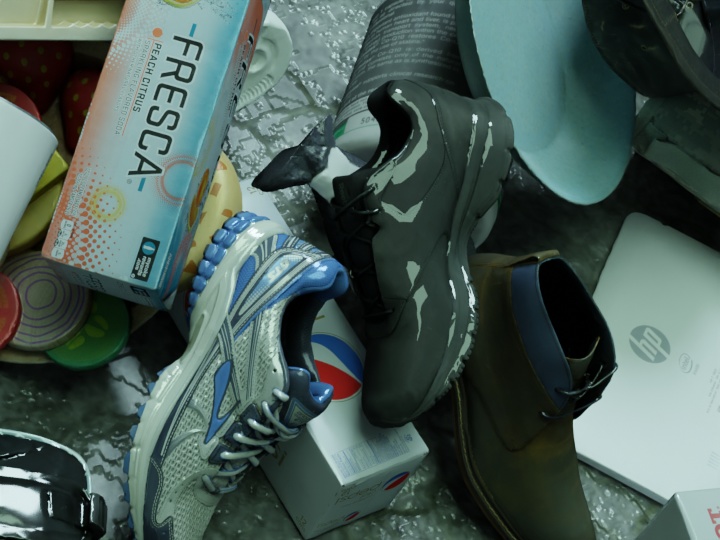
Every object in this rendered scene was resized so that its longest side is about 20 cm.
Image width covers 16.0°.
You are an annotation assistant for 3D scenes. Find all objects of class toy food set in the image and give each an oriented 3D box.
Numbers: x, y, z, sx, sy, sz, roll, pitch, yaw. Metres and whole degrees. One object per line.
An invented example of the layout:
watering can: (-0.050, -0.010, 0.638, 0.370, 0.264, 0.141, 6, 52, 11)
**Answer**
toy food set: (-0.182, -0.040, 1.434, 0.198, 0.049, 0.200, -38, 80, -5)

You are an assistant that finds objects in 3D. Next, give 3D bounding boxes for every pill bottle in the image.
pill bottle: (0.049, -0.111, 1.590, 0.113, 0.113, 0.200, 23, 50, -6)

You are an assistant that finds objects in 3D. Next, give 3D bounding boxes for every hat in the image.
hat: (0.185, -0.159, 1.568, 0.201, 0.081, 0.201, 37, 41, -42)

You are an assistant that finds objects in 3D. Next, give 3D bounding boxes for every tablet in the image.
tablet: (0.197, 0.059, 1.598, 0.130, 0.014, 0.200, 28, 50, -2)

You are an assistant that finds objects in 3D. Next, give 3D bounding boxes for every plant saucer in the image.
plant saucer: (0.103, -0.134, 1.539, 0.201, 0.039, 0.201, 28, 56, -52)

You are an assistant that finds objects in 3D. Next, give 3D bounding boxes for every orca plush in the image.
orca plush: (0.000, 0.000, 1.498, 0.200, 0.071, 0.105, 38, 59, -36)

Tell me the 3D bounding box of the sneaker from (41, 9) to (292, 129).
sneaker: (-0.154, -0.129, 1.556, 0.200, 0.081, 0.146, -30, 46, -16)

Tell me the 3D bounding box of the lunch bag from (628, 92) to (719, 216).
lunch bag: (0.272, -0.090, 1.670, 0.164, 0.118, 0.200, 37, 46, 6)

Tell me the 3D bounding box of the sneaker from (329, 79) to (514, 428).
sneaker: (0.020, -0.012, 1.415, 0.091, 0.076, 0.200, 21, 69, -30)

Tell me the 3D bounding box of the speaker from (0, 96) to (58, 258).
speaker: (-0.238, 0.002, 1.359, 0.081, 0.081, 0.200, 26, 78, -4)

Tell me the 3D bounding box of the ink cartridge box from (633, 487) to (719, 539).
ink cartridge box: (0.270, 0.201, 1.481, 0.200, 0.084, 0.146, -3, 57, -24)

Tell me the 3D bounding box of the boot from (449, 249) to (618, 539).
boot: (0.104, 0.081, 1.453, 0.075, 0.097, 0.200, -28, 95, -40)

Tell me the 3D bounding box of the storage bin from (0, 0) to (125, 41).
storage bin: (-0.215, -0.190, 1.451, 0.200, 0.094, 0.198, 14, 11, 33)

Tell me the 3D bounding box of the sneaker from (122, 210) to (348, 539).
sneaker: (-0.064, 0.071, 1.381, 0.085, 0.077, 0.200, 18, 88, 19)

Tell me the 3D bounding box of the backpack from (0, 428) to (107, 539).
backpack: (-0.242, 0.157, 1.251, 0.200, 0.151, 0.178, 18, 49, -19)

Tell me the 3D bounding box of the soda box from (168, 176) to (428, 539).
soda box: (-0.046, 0.048, 1.465, 0.064, 0.068, 0.200, -19, 66, -32)

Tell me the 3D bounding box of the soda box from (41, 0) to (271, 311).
soda box: (-0.107, -0.084, 1.382, 0.068, 0.064, 0.200, 17, 80, 6)
